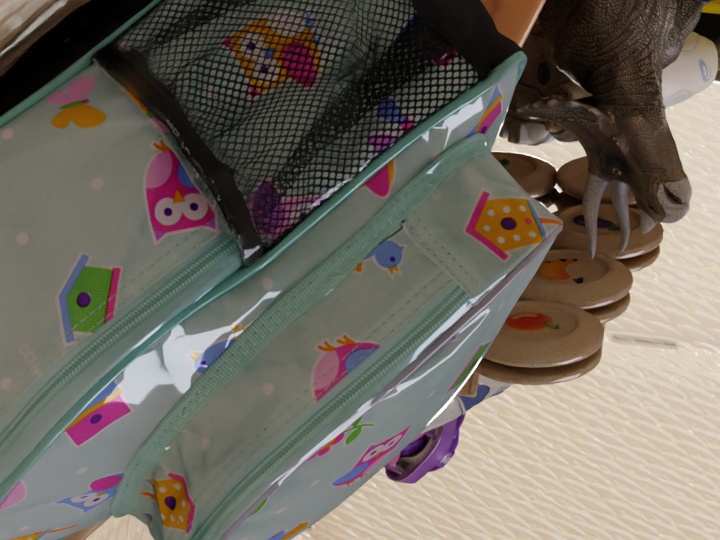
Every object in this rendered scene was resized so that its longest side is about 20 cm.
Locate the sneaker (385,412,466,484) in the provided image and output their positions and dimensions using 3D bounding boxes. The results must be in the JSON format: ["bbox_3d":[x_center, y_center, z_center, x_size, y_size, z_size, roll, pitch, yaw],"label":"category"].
[{"bbox_3d":[0.007,0.061,1.100,0.080,0.089,0.200,-41,178,17],"label":"sneaker"}]

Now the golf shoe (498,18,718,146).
[{"bbox_3d":[0.077,-0.094,1.076,0.097,0.079,0.200,-6,-164,-31],"label":"golf shoe"}]

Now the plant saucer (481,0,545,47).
[{"bbox_3d":[0.051,-0.123,0.915,0.200,0.037,0.200,-63,-175,10],"label":"plant saucer"}]

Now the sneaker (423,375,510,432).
[{"bbox_3d":[0.063,0.017,1.055,0.088,0.075,0.200,-20,-165,30],"label":"sneaker"}]

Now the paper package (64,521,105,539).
[{"bbox_3d":[-0.088,0.020,1.094,0.200,0.103,0.191,-43,180,-40],"label":"paper package"}]

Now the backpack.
[{"bbox_3d":[-0.050,0.004,0.673,0.200,0.153,0.176,-30,171,-15],"label":"backpack"}]

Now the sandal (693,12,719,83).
[{"bbox_3d":[0.171,-0.113,1.096,0.080,0.057,0.201,-53,-152,-7],"label":"sandal"}]

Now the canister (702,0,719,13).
[{"bbox_3d":[0.190,-0.199,1.039,0.148,0.087,0.200,9,-135,31],"label":"canister"}]

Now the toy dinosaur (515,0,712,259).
[{"bbox_3d":[0.098,-0.113,0.896,0.102,0.077,0.200,-41,-145,37],"label":"toy dinosaur"}]

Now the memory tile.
[{"bbox_3d":[0.036,-0.008,0.916,0.200,0.153,0.017,-52,144,-62],"label":"memory tile"}]

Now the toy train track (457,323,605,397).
[{"bbox_3d":[0.000,0.000,0.952,0.115,0.199,0.033,-75,170,-59],"label":"toy train track"}]
